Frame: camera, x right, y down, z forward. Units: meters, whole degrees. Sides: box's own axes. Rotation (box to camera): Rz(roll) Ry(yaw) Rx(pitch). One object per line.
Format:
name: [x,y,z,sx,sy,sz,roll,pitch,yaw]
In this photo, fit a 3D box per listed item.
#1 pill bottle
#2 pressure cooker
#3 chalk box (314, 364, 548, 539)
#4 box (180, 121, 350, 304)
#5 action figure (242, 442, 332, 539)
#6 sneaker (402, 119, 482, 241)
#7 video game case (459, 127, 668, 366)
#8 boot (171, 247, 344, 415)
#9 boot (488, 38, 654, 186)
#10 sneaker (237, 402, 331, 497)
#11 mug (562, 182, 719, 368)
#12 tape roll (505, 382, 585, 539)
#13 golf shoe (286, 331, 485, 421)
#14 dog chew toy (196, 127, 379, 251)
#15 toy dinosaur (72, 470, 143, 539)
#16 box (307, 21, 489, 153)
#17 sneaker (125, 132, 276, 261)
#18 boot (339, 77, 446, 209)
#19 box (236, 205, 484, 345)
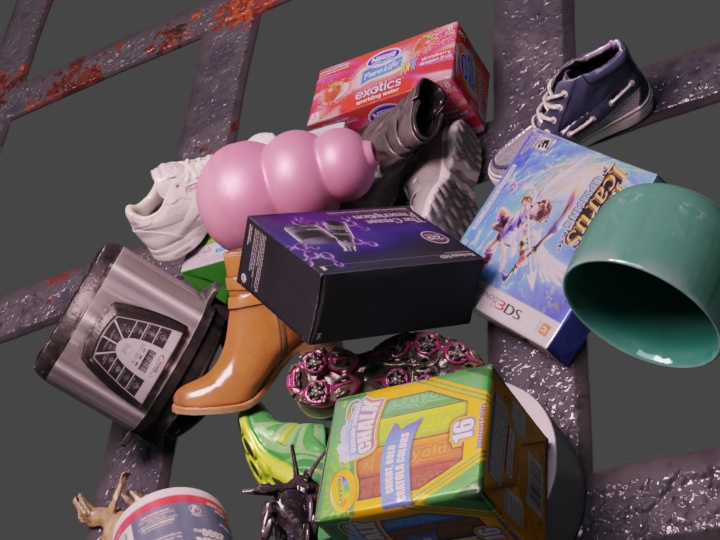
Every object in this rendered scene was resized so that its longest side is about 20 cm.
pill bottle: [-0.164,0.317,1.271,0.119,0.120,0.201,-34,41,7]
pressure cooker: [-0.238,0.085,1.488,0.176,0.199,0.180,-47,15,45]
chalk box: [0.044,0.179,1.128,0.198,0.124,0.126,-16,45,26]
box: [-0.094,-0.062,1.580,0.198,0.097,0.178,-15,45,28]
action figure: [-0.063,0.266,1.223,0.102,0.117,0.203,138,139,-57]
sneaker: [0.084,-0.076,1.488,0.081,0.075,0.201,-24,33,35]
video game case: [0.190,-0.030,1.343,0.181,0.045,0.201,30,85,48]
boot: [-0.119,0.057,1.394,0.198,0.157,0.077,-18,12,-3]
boot: [0.212,-0.171,1.445,0.199,0.090,0.073,-31,40,11]
sneaker: [-0.065,0.190,1.363,0.083,0.075,0.200,-22,31,-21]
mug: [0.283,0.006,1.202,0.152,0.185,0.115,-20,34,59]
tape roll: [0.100,0.201,1.213,0.198,0.066,0.202,-21,44,21]
golf shoe: [0.031,0.111,1.334,0.197,0.092,0.073,-5,62,15]
dog chew toy: [-0.074,-0.093,1.435,0.198,0.125,0.126,-19,44,16]
toy dinosaur: [-0.252,0.284,1.436,0.102,0.058,0.200,-56,32,5]
box: [0.046,-0.203,1.601,0.198,0.096,0.101,-15,45,27]
sneaker: [-0.179,-0.096,1.530,0.199,0.100,0.075,-39,38,1]
boot: [0.031,-0.117,1.473,0.131,0.069,0.202,-37,35,44]
box: [0.000,0.000,1.322,0.141,0.198,0.080,39,125,44]
